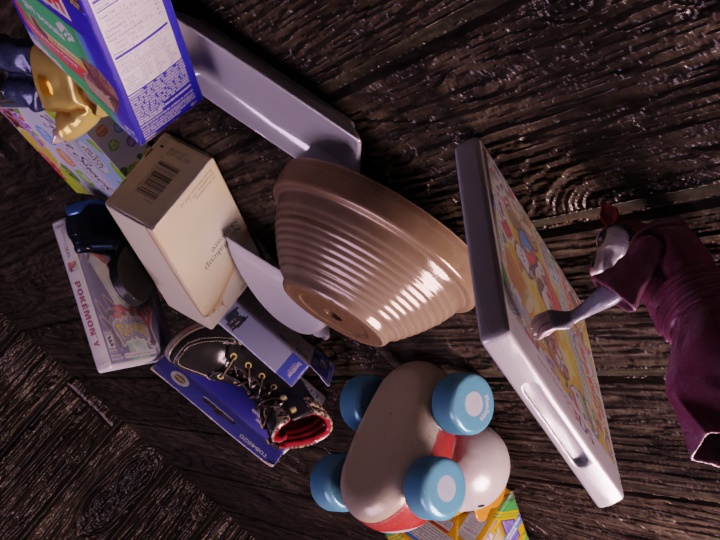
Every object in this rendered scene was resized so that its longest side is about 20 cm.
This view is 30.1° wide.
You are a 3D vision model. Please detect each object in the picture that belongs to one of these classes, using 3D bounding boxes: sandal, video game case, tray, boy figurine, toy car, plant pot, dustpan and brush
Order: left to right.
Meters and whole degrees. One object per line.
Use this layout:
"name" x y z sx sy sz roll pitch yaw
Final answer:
"boy figurine" -0.296 -0.182 1.317 0.199 0.064 0.126 16 118 34
"video game case" -0.294 0.027 1.628 0.200 0.023 0.184 -3 -105 -75
"sandal" -0.236 -0.030 1.497 0.075 0.045 0.201 50 -162 -25
"tray" -0.074 -0.140 1.098 0.199 0.022 0.108 35 162 13
"dustpan and brush" -0.065 0.034 1.453 0.139 0.057 0.201 30 153 25
"plant pot" 0.000 0.000 1.124 0.200 0.093 0.201 28 167 7
"toy car" 0.088 0.211 1.399 0.199 0.178 0.183 35 154 -31
"video game case" 0.121 0.032 0.917 0.182 0.023 0.201 53 -159 -35

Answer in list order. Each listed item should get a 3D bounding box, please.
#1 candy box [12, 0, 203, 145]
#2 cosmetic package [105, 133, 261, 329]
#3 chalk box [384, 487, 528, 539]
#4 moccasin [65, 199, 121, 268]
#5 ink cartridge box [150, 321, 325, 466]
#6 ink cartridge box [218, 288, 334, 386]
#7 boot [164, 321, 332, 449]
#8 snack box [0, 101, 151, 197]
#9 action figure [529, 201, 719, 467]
"candy box" -0.222 -0.222 1.074 0.169 0.077 0.201 42 162 26
"cosmetic package" -0.181 -0.038 1.412 0.073 0.104 0.201 27 159 28
"chalk box" 0.120 0.328 1.645 0.124 0.124 0.201 29 159 29
"moccasin" -0.281 -0.024 1.577 0.080 0.069 0.199 -15 160 30
"ink cartridge box" -0.149 0.143 1.705 0.199 0.041 0.200 39 -162 1
"ink cartridge box" -0.117 0.070 1.575 0.199 0.042 0.119 39 -174 -4
"boot" -0.129 0.137 1.602 0.199 0.073 0.151 18 -151 -51
"snack box" -0.307 -0.145 1.483 0.199 0.053 0.142 11 147 54
"action figure" 0.205 0.022 0.815 0.133 0.149 0.201 3 -135 -43
